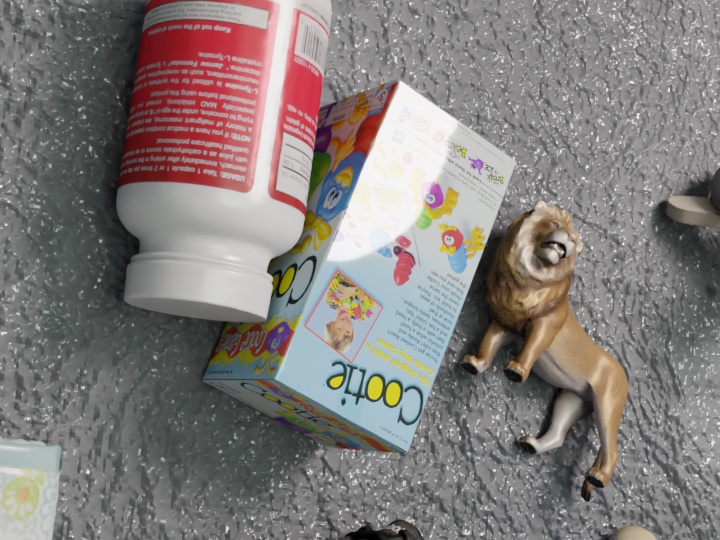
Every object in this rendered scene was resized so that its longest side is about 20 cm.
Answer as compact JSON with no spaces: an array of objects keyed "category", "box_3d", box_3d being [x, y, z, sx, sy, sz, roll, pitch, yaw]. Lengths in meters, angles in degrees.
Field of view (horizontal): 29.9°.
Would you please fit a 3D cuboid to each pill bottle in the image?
[{"category":"pill bottle","box_3d":[-0.083,-0.075,0.798,0.112,0.112,0.202,13,79,-30]}]

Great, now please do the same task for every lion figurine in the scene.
[{"category":"lion figurine","box_3d":[0.144,0.058,0.960,0.123,0.072,0.201,-54,126,-31]}]

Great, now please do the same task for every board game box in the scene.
[{"category":"board game box","box_3d":[0.000,0.000,0.847,0.105,0.103,0.201,31,70,-26]}]

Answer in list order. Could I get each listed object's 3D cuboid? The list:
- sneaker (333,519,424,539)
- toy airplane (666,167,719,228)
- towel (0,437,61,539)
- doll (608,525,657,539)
[{"category":"sneaker","box_3d":[-0.010,0.196,0.844,0.200,0.071,0.099,25,74,-30]},{"category":"toy airplane","box_3d":[0.363,-0.041,1.018,0.199,0.199,0.142,4,94,-29]},{"category":"towel","box_3d":[-0.263,0.165,0.708,0.199,0.048,0.173,11,83,-30]},{"category":"doll","box_3d":[0.186,0.262,0.931,0.048,0.137,0.201,15,45,4]}]
